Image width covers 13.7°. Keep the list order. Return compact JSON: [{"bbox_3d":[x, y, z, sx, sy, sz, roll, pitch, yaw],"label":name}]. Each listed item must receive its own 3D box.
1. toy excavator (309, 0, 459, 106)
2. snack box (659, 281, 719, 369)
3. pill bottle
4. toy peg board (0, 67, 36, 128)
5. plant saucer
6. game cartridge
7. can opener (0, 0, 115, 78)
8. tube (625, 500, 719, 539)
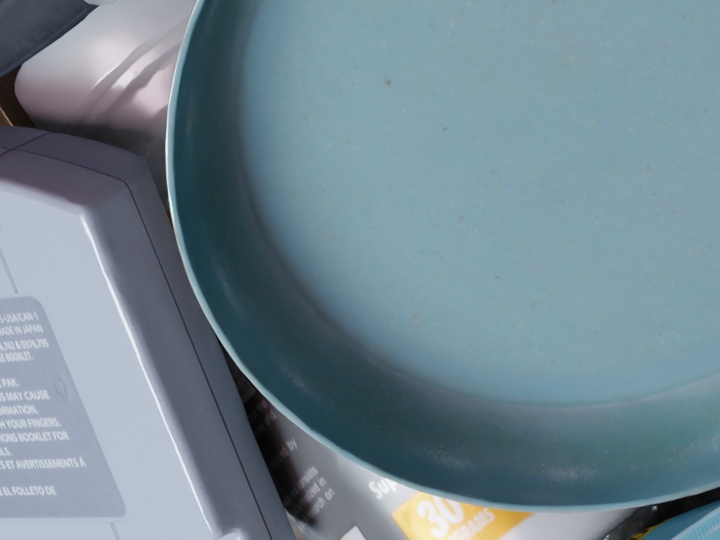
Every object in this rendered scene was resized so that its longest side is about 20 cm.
[{"bbox_3d":[0.026,-0.160,0.680,0.200,0.100,0.195,-28,90,17],"label":"toy excavator"},{"bbox_3d":[0.069,-0.090,0.735,0.116,0.037,0.200,-37,87,8],"label":"snack box"},{"bbox_3d":[0.000,0.000,0.829,0.200,0.116,0.116,52,134,7],"label":"pill bottle"},{"bbox_3d":[-0.166,0.036,0.998,0.200,0.098,0.199,55,134,4],"label":"toy peg board"},{"bbox_3d":[0.055,-0.035,0.670,0.199,0.027,0.201,-4,120,-6],"label":"plant saucer"},{"bbox_3d":[-0.111,0.026,0.841,0.200,0.040,0.134,-4,116,46],"label":"game cartridge"},{"bbox_3d":[-0.090,-0.083,0.771,0.063,0.079,0.200,31,145,-14],"label":"can opener"},{"bbox_3d":[0.066,0.097,0.792,0.050,0.077,0.200,49,170,11],"label":"tube"}]
